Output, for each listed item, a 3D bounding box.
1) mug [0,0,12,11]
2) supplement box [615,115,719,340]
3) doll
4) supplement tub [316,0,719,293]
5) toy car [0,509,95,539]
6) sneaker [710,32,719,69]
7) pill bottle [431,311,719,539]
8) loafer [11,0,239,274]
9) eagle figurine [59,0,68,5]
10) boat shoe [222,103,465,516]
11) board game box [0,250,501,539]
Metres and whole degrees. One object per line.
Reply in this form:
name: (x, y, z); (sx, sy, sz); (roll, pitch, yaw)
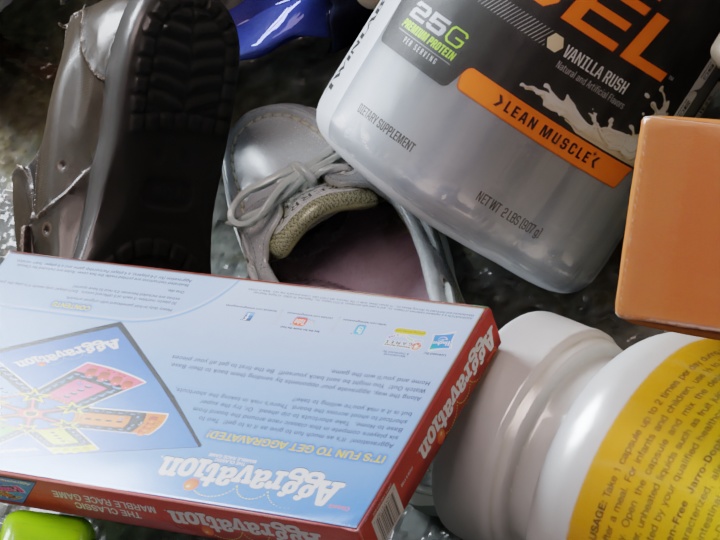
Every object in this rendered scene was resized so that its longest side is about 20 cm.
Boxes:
mug: (-0.172, -0.212, 1.164); (0.147, 0.200, 0.175); (33, 65, 21)
supplement box: (0.145, -0.005, 0.896); (0.068, 0.200, 0.067); (7, 88, 26)
doll: (0.003, -0.115, 1.101); (0.199, 0.049, 0.137); (-23, 13, 13)
supplement tub: (0.082, -0.104, 0.997); (0.122, 0.122, 0.201); (38, 100, 36)
toy car: (-0.183, 0.178, 0.947); (0.163, 0.158, 0.202); (7, 80, -3)
sneaker: (0.177, -0.080, 0.946); (0.070, 0.200, 0.076); (44, 104, 9)
pill bottle: (0.125, 0.087, 0.900); (0.199, 0.113, 0.113); (24, 68, 32)
loafer: (-0.098, -0.012, 1.058); (0.071, 0.073, 0.201); (14, 89, 47)
eagle figurine: (-0.055, -0.209, 1.102); (0.150, 0.152, 0.202); (-6, 92, -10)
boat shoe: (-0.001, 0.001, 1.036); (0.074, 0.065, 0.203); (-28, 51, 1)
board game box: (-0.062, 0.043, 0.932); (0.199, 0.020, 0.103); (7, 45, 30)
